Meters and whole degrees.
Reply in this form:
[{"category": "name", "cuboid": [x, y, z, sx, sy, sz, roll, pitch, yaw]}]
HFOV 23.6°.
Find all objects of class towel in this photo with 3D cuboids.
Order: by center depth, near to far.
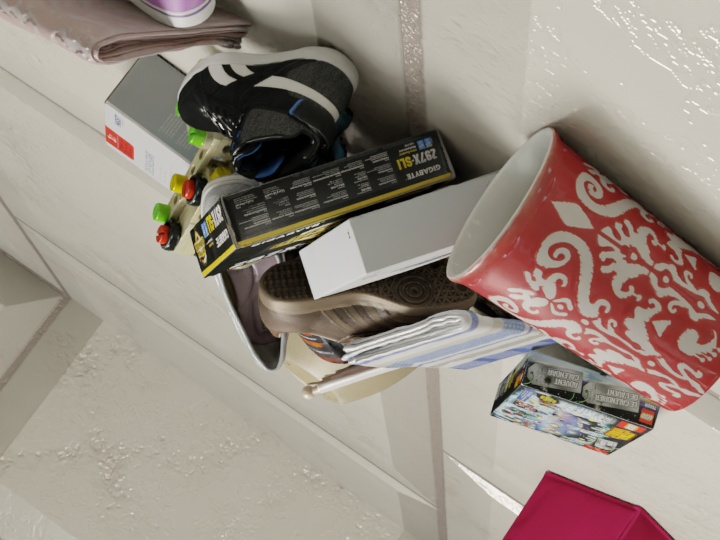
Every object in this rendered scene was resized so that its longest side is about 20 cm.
[{"category": "towel", "cuboid": [-0.223, -0.224, 1.465, 0.199, 0.033, 0.190, 28, -155, 33]}, {"category": "towel", "cuboid": [0.095, 0.064, 1.592, 0.146, 0.024, 0.199, -18, 165, 35]}]

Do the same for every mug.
[{"category": "mug", "cuboid": [0.180, 0.001, 1.297, 0.199, 0.134, 0.178, 34, -175, -9]}]

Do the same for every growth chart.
[{"category": "growth chart", "cuboid": [0.033, 0.088, 1.752, 0.200, 0.144, 0.018, -21, -89, -61]}]

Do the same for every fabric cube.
[{"category": "fabric cube", "cuboid": [0.293, 0.408, 2.184, 0.200, 0.200, 0.196, 44, 165, -30]}]

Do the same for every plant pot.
[{"category": "plant pot", "cuboid": [-0.022, 0.073, 1.982, 0.200, 0.135, 0.200, 34, 166, 10]}]

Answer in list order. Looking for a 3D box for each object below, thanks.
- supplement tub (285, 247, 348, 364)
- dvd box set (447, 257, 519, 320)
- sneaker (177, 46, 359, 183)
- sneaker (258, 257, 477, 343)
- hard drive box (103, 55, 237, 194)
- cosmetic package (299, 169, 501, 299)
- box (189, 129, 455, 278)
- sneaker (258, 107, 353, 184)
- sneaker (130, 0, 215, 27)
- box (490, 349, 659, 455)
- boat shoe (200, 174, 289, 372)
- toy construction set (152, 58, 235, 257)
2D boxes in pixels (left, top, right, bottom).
[{"category": "supplement tub", "cuboid": [-0.048, 0.001, 1.721, 0.107, 0.107, 0.200, 24, 160, 41]}, {"category": "dvd box set", "cuboid": [0.081, -0.005, 1.683, 0.199, 0.029, 0.147, 34, 164, 13]}, {"category": "sneaker", "cuboid": [-0.101, -0.124, 1.447, 0.199, 0.112, 0.073, -7, 137, 42]}, {"category": "sneaker", "cuboid": [0.006, 0.027, 1.571, 0.198, 0.071, 0.076, 2, 143, -1]}, {"category": "hard drive box", "cuboid": [-0.168, -0.124, 1.809, 0.199, 0.077, 0.156, 36, 166, 2]}, {"category": "cosmetic package", "cuboid": [0.042, -0.029, 1.448, 0.200, 0.149, 0.052, 153, 101, -75]}, {"category": "box", "cuboid": [-0.037, -0.055, 1.465, 0.160, 0.198, 0.050, 154, 97, -72]}, {"category": "sneaker", "cuboid": [-0.067, -0.106, 1.574, 0.079, 0.096, 0.200, 35, 166, 6]}, {"category": "sneaker", "cuboid": [-0.206, -0.285, 1.409, 0.199, 0.073, 0.115, 24, 153, 27]}, {"category": "box", "cuboid": [0.213, 0.136, 1.732, 0.136, 0.040, 0.200, 18, 166, 0]}, {"category": "boat shoe", "cuboid": [-0.101, 0.002, 1.599, 0.065, 0.074, 0.203, -105, 5, -52]}, {"category": "toy construction set", "cuboid": [-0.151, -0.090, 1.644, 0.091, 0.132, 0.201, 2, 136, -16]}]
